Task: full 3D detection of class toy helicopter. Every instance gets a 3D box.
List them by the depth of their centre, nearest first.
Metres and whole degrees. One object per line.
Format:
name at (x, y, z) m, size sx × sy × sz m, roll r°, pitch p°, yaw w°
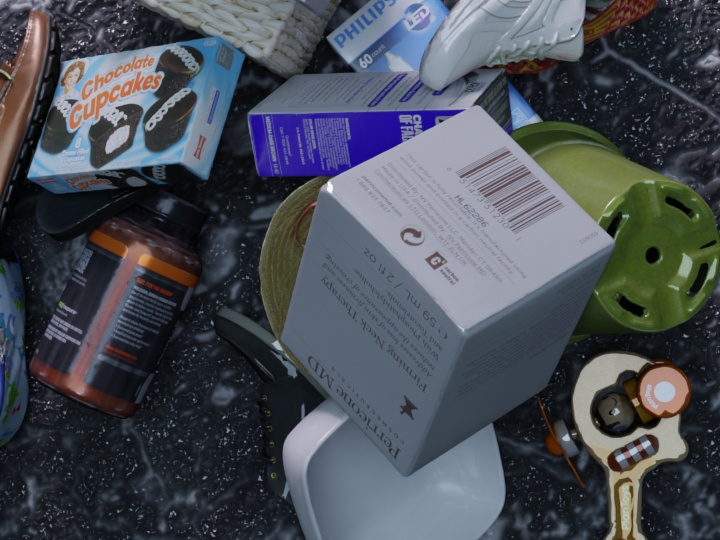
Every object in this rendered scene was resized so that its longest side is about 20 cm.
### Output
toy helicopter at (0.221, 0.170, 1.580) m, size 0.132 × 0.079 × 0.201 m, roll -1°, pitch 92°, yaw 4°

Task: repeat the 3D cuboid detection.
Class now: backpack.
backpack at (-0.395, 0.073, 1.604) m, size 0.183 × 0.147 × 0.201 m, roll -7°, pitch 89°, yaw 7°

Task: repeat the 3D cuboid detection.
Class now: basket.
basket at (-0.113, -0.282, 1.578) m, size 0.198 × 0.200 × 0.161 m, roll 27°, pitch 94°, yaw 5°

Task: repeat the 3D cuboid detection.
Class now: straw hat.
straw hat at (0.000, 0.000, 1.599) m, size 0.200 × 0.085 × 0.202 m, roll -2°, pitch 101°, yaw -9°

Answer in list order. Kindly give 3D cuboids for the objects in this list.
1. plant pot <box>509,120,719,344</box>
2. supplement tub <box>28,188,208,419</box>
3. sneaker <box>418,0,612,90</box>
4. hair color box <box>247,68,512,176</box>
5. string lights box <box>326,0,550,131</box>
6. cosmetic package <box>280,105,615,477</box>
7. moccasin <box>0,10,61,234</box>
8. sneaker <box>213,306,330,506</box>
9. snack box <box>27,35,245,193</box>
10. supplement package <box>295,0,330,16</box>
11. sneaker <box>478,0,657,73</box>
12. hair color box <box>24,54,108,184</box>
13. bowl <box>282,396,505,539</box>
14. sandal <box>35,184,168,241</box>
plant pot at (0.201, -0.021, 1.499) m, size 0.200 × 0.190 × 0.201 m, roll -3°, pitch 97°, yaw -22°
supplement tub at (-0.209, 0.024, 1.610) m, size 0.107 × 0.107 × 0.200 m, roll 26°, pitch 89°, yaw 6°
sneaker at (0.137, -0.204, 1.500) m, size 0.200 × 0.078 × 0.099 m, roll -40°, pitch 88°, yaw -15°
hair color box at (0.018, -0.125, 1.535) m, size 0.200 × 0.109 × 0.065 m, roll -1°, pitch 113°, yaw 22°
string lights box at (0.072, -0.161, 1.619) m, size 0.103 × 0.059 × 0.200 m, roll -40°, pitch 84°, yaw 3°
cosmetic package at (0.063, 0.017, 1.410) m, size 0.166 × 0.200 × 0.167 m, roll -30°, pitch 64°, yaw -31°
moccasin at (-0.317, -0.134, 1.588) m, size 0.078 × 0.074 × 0.202 m, roll 19°, pitch 92°, yaw 1°
sneaker at (-0.076, 0.128, 1.605) m, size 0.200 × 0.075 × 0.106 m, roll 42°, pitch 87°, yaw 5°
snack box at (-0.192, -0.129, 1.523) m, size 0.200 × 0.037 × 0.116 m, roll -3°, pitch 65°, yaw 42°
supplement package at (-0.087, -0.306, 1.416) m, size 0.200 × 0.117 × 0.117 m, roll 34°, pitch 96°, yaw 3°
sneaker at (0.168, -0.225, 1.595) m, size 0.200 × 0.077 × 0.073 m, roll -19°, pitch 115°, yaw -16°
hair color box at (-0.277, -0.136, 1.649) m, size 0.199 × 0.061 × 0.099 m, roll -8°, pitch 86°, yaw 5°
bowl at (0.021, 0.171, 1.541) m, size 0.200 × 0.075 × 0.200 m, roll -34°, pitch 123°, yaw -27°
sandal at (-0.201, -0.098, 1.572) m, size 0.200 × 0.048 × 0.075 m, roll -36°, pitch 52°, yaw 3°
